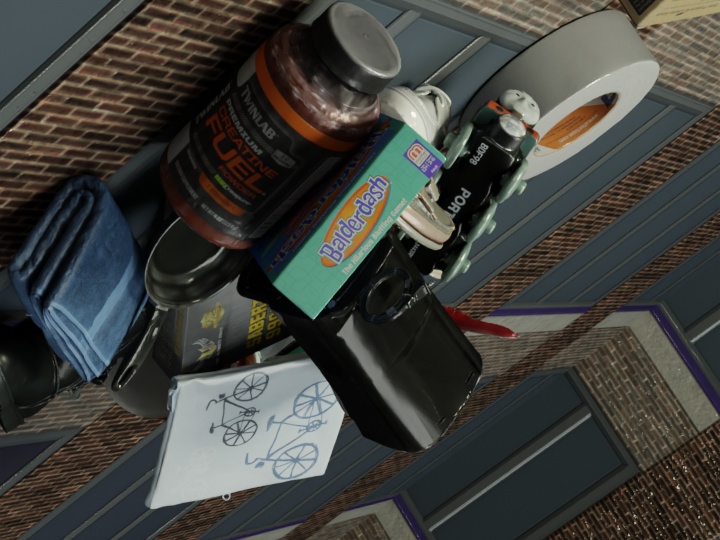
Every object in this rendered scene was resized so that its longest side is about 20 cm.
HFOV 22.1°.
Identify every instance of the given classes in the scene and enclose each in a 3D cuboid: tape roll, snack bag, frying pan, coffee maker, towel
[{"bbox_3d":[0.198,-0.170,1.833,0.199,0.066,0.200,-30,165,-9],"label":"tape roll"},{"bbox_3d":[-0.102,0.146,1.717,0.198,0.021,0.190,-10,139,-27],"label":"snack bag"},{"bbox_3d":[-0.142,0.011,1.521,0.114,0.031,0.191,-11,136,-41],"label":"frying pan"},{"bbox_3d":[0.014,0.060,1.563,0.134,0.192,0.200,-38,130,-1],"label":"coffee maker"},{"bbox_3d":[-0.214,0.009,1.462,0.112,0.048,0.200,-60,165,-17],"label":"towel"}]

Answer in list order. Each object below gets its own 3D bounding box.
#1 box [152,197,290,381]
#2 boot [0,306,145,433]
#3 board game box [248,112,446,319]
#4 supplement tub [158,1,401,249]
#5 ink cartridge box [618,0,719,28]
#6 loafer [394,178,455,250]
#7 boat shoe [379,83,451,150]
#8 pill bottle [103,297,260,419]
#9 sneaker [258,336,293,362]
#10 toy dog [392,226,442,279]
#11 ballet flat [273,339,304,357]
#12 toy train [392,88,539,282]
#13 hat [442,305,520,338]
[{"bbox_3d":[-0.102,-0.007,1.625,0.158,0.048,0.201,-24,142,-33],"label":"box"},{"bbox_3d":[-0.258,0.060,1.595,0.162,0.074,0.199,-33,164,-13],"label":"boot"},{"bbox_3d":[-0.016,-0.050,1.412,0.152,0.045,0.200,-50,-167,0],"label":"board game box"},{"bbox_3d":[-0.058,-0.113,1.390,0.200,0.107,0.107,-43,162,32],"label":"supplement tub"},{"bbox_3d":[0.333,-0.305,1.662,0.199,0.075,0.165,-18,161,-48],"label":"ink cartridge box"},{"bbox_3d":[0.022,-0.089,1.559,0.063,0.072,0.200,-44,126,12],"label":"loafer"},{"bbox_3d":[0.051,-0.132,1.646,0.069,0.072,0.200,-48,163,-6],"label":"boat shoe"},{"bbox_3d":[-0.168,0.091,1.804,0.113,0.113,0.200,-35,166,10],"label":"pill bottle"},{"bbox_3d":[-0.139,0.102,1.989,0.200,0.075,0.087,-41,159,32],"label":"sneaker"},{"bbox_3d":[0.000,0.000,1.757,0.096,0.132,0.200,-27,-162,29],"label":"toy dog"},{"bbox_3d":[-0.072,0.113,1.790,0.199,0.069,0.071,-38,-172,1],"label":"ballet flat"},{"bbox_3d":[0.095,-0.078,1.675,0.201,0.085,0.114,-56,-176,38],"label":"toy train"},{"bbox_3d":[0.024,0.071,2.017,0.165,0.177,0.200,-21,161,-39],"label":"hat"}]
